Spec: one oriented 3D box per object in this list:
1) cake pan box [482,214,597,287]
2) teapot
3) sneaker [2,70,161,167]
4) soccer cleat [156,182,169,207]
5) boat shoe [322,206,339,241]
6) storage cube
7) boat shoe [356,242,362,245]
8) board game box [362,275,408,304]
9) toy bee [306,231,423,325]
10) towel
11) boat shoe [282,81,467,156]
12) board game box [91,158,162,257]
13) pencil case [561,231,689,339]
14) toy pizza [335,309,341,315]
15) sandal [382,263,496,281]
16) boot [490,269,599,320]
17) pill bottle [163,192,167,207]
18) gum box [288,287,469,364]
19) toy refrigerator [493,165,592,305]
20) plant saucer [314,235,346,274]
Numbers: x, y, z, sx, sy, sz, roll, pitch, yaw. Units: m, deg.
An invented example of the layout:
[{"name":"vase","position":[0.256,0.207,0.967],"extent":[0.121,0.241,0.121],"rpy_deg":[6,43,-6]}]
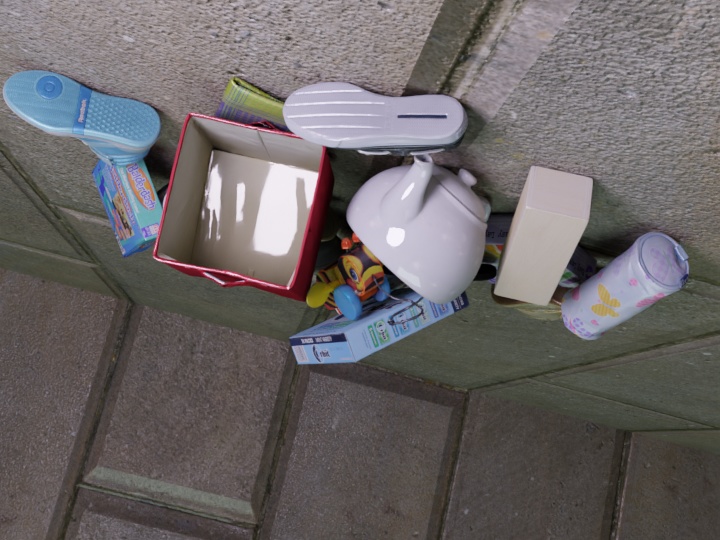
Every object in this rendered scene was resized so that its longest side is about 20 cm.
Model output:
[{"name":"cake pan box","position":[0.230,-0.027,1.235],"extent":[0.183,0.053,0.199],"rpy_deg":[5,164,41]},{"name":"teapot","position":[0.090,-0.065,1.033],"extent":[0.197,0.146,0.200],"rpy_deg":[39,-170,-19]},{"name":"sneaker","position":[-0.370,-0.192,1.103],"extent":[0.198,0.080,0.130],"rpy_deg":[18,165,-13]},{"name":"soccer cleat","position":[-0.285,-0.102,1.299],"extent":[0.070,0.086,0.200],"rpy_deg":[54,162,-17]},{"name":"boat shoe","position":[-0.127,-0.099,1.275],"extent":[0.199,0.074,0.065],"rpy_deg":[25,171,-3]},{"name":"storage cube","position":[-0.133,-0.071,1.022],"extent":[0.169,0.202,0.180],"rpy_deg":[12,173,3]},{"name":"boat shoe","position":[0.022,-0.048,1.348],"extent":[0.066,0.070,0.200],"rpy_deg":[49,-178,17]},{"name":"board game box","position":[0.052,0.003,1.306],"extent":[0.147,0.065,0.200],"rpy_deg":[-34,164,6]},{"name":"toy bee","position":[0.000,0.000,1.067],"extent":[0.199,0.131,0.110],"rpy_deg":[-10,110,40]},{"name":"towel","position":[-0.114,-0.176,1.030],"extent":[0.142,0.023,0.200],"rpy_deg":[18,166,-13]},{"name":"boat shoe","position":[0.016,-0.150,0.887],"extent":[0.198,0.073,0.071],"rpy_deg":[9,162,12]},{"name":"board game box","position":[-0.363,-0.110,1.296],"extent":[0.045,0.153,0.200],"rpy_deg":[-21,-176,-25]},{"name":"pencil case","position":[0.360,0.024,1.136],"extent":[0.083,0.091,0.200],"rpy_deg":[49,147,7]},{"name":"toy pizza","position":[-0.019,0.048,1.387],"extent":[0.032,0.201,0.200],"rpy_deg":[-35,149,13]},{"name":"sandal","position":[0.116,-0.013,1.172],"extent":[0.198,0.046,0.075],"rpy_deg":[3,-175,-31]},{"name":"boot","position":[0.334,0.043,1.374],"extent":[0.198,0.074,0.155],"rpy_deg":[-5,166,26]},{"name":"pill bottle","position":[-0.168,-0.082,1.172],"extent":[0.198,0.112,0.111],"rpy_deg":[-14,164,4]},{"name":"gum box","position":[0.024,0.072,1.151],"extent":[0.199,0.045,0.169],"rpy_deg":[-24,-175,-31]},{"name":"toy refrigerator","position":[0.225,-0.040,1.035],"extent":[0.075,0.070,0.201],"rpy_deg":[12,149,5]},{"name":"plant saucer","position":[-0.119,-0.058,1.334],"extent":[0.198,0.051,0.201],"rpy_deg":[7,-154,-3]}]
